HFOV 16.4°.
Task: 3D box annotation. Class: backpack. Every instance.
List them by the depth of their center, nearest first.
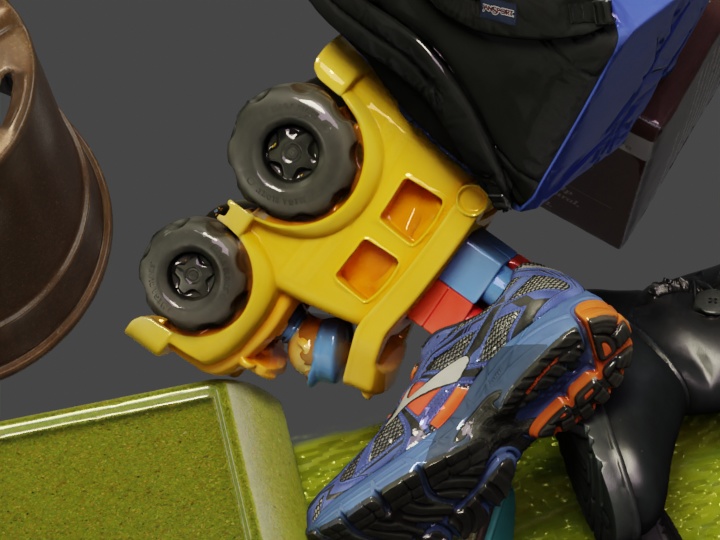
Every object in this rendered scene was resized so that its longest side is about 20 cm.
[{"bbox_3d":[0.069,-0.157,1.247,0.200,0.163,0.168,42,45,14],"label":"backpack"}]

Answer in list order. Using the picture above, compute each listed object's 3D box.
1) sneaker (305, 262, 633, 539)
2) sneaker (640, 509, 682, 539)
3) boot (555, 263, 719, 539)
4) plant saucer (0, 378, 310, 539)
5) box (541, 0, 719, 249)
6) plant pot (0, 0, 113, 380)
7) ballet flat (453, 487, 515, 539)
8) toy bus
[{"bbox_3d":[0.050,0.075,1.284,0.200,0.075,0.078,-40,44,8],"label":"sneaker"},{"bbox_3d":[0.140,0.205,1.321,0.104,0.060,0.200,-30,51,10],"label":"sneaker"},{"bbox_3d":[0.185,0.060,1.345,0.168,0.077,0.200,-10,33,-4],"label":"boot"},{"bbox_3d":[-0.126,0.129,1.306,0.199,0.048,0.200,-12,38,-5],"label":"plant saucer"},{"bbox_3d":[0.133,-0.157,1.418,0.166,0.164,0.200,29,70,10],"label":"box"},{"bbox_3d":[-0.241,-0.061,1.352,0.200,0.198,0.201,0,67,-1],"label":"plant pot"},{"bbox_3d":[0.042,0.202,1.326,0.070,0.071,0.201,5,68,1],"label":"ballet flat"},{"bbox_3d":[0.000,0.000,1.347,0.192,0.136,0.200,39,104,4],"label":"toy bus"}]
